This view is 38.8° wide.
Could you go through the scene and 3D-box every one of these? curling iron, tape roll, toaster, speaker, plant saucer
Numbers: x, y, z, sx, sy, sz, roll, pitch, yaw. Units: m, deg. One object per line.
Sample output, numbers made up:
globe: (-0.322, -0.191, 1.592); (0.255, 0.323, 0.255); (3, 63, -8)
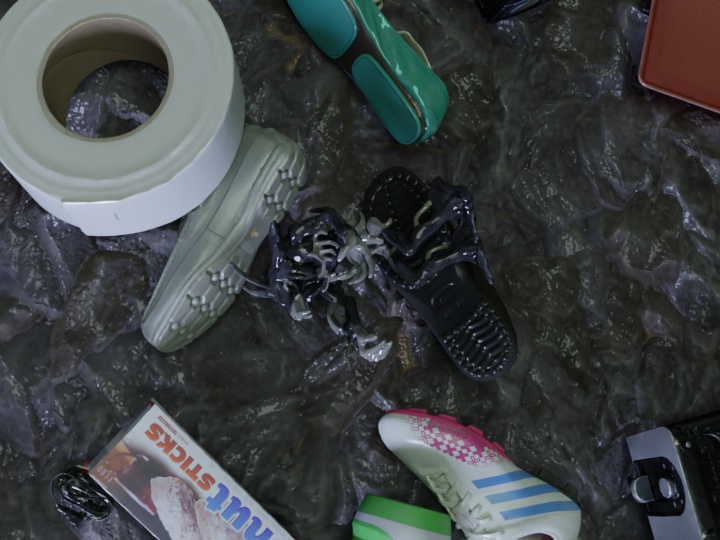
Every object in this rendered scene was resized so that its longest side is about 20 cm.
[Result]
curling iron: (-0.147, 0.184, 0.816); (0.196, 0.026, 0.051); (9, 101, -17)
tape roll: (-0.191, -0.134, 0.798); (0.198, 0.071, 0.207); (0, 73, 0)
toaster: (0.340, 0.201, 0.874); (0.196, 0.119, 0.184); (-12, 79, -15)
speaker: (0.015, 0.286, 0.808); (0.087, 0.088, 0.204); (16, 78, -11)
plant saucer: (0.364, -0.239, 0.994); (0.196, 0.037, 0.204); (16, 79, -12)

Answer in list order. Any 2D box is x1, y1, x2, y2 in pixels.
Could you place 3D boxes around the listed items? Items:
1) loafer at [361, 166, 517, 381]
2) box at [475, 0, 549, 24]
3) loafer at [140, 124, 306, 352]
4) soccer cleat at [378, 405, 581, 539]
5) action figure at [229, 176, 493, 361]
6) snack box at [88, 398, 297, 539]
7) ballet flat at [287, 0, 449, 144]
loafer: (0.068, 0.004, 0.878); (0.072, 0.071, 0.202); (-32, 78, 15)
box: (0.131, -0.345, 0.886); (0.085, 0.164, 0.203); (-23, 88, -16)
loafer: (-0.120, -0.028, 0.837); (0.069, 0.070, 0.202); (28, 78, 27)
soccer cleat: (0.097, 0.186, 0.845); (0.198, 0.070, 0.087); (29, 60, -10)
action figure: (0.000, 0.000, 0.795); (0.196, 0.120, 0.103); (-18, 48, 3)
snack box: (-0.117, 0.195, 0.799); (0.072, 0.024, 0.200); (-45, 106, -11)
ballet flat: (0.007, -0.202, 0.895); (0.201, 0.067, 0.070); (52, 50, -2)
